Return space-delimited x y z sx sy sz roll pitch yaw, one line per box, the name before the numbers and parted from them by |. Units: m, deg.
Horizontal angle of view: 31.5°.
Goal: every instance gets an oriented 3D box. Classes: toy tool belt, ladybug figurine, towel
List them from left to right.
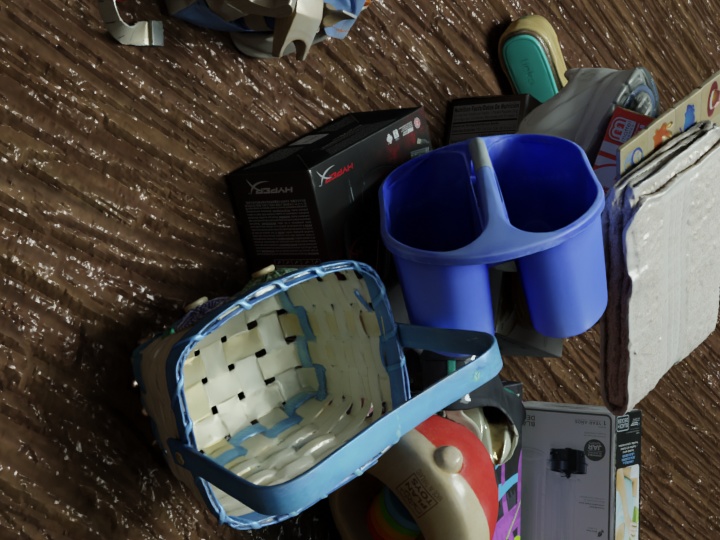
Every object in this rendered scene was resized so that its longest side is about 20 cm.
toy tool belt | -0.059 -0.194 0.800 0.199 0.122 0.126 -7 96 -52
ladybug figurine | 0.041 0.159 0.892 0.072 0.200 0.136 -33 79 -28
towel | 0.226 -0.001 0.940 0.132 0.034 0.201 -34 133 -31

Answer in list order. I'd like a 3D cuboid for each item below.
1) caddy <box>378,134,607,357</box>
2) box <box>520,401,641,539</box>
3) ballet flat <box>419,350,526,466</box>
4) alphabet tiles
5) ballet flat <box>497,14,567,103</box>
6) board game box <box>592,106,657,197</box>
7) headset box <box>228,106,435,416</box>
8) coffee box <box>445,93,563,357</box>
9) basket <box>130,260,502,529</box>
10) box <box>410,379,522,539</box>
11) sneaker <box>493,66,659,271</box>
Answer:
caddy | 0.085 -0.032 0.830 0.200 0.140 0.106 -92 171 -66
box | 0.186 0.221 1.142 0.060 0.116 0.202 4 86 -55
ballet flat | 0.083 0.110 0.955 0.200 0.073 0.074 57 45 -62
alphabet tiles | 0.231 -0.049 0.951 0.200 0.006 0.167 -35 133 -31
ballet flat | 0.180 -0.140 1.168 0.063 0.068 0.201 -58 136 -53
board game box | 0.239 -0.032 1.013 0.199 0.046 0.152 13 100 -52
headset box | 0.000 0.000 0.922 0.148 0.075 0.201 -33 116 -48
coffee box | 0.123 -0.036 1.080 0.113 0.079 0.201 23 73 -50
basket | -0.038 0.074 0.757 0.176 0.199 0.140 -28 115 -34
box | 0.088 0.197 1.076 0.143 0.036 0.202 -1 91 -53
sneaker | 0.151 -0.080 0.994 0.200 0.087 0.075 -49 132 -18
